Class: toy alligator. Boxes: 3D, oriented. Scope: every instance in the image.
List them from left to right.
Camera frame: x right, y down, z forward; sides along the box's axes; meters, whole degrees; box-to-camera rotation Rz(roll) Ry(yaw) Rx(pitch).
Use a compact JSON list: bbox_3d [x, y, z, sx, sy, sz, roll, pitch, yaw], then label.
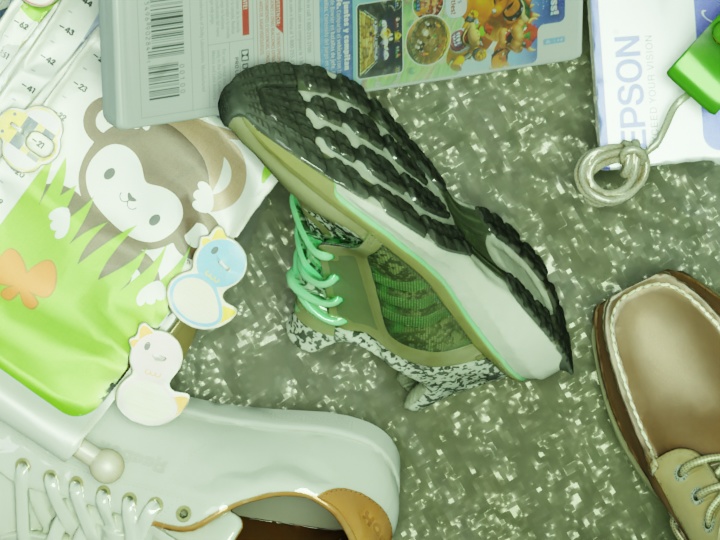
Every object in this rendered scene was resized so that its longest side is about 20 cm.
[{"bbox_3d":[0.155,-0.099,1.142,0.059,0.054,0.200,43,93,2],"label":"toy alligator"}]

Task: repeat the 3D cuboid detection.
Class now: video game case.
[{"bbox_3d":[-0.004,-0.136,1.121,0.200,0.018,0.143,-10,112,-26],"label":"video game case"}]

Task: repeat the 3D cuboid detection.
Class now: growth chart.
[{"bbox_3d":[-0.104,-0.032,1.147,0.145,0.018,0.200,26,90,-1],"label":"growth chart"}]

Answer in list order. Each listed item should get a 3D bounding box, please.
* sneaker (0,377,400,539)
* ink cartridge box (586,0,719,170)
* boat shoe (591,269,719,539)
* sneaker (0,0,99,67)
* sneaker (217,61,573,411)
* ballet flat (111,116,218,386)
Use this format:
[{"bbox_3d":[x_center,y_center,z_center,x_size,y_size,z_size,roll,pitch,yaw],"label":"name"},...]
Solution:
[{"bbox_3d":[-0.085,0.091,1.170,0.200,0.085,0.073,1,123,3],"label":"sneaker"},{"bbox_3d":[0.187,-0.143,1.188,0.200,0.047,0.198,-4,91,5],"label":"ink cartridge box"},{"bbox_3d":[0.157,0.092,1.172,0.076,0.074,0.200,-29,89,2],"label":"boat shoe"},{"bbox_3d":[-0.101,-0.152,1.185,0.088,0.075,0.200,33,91,3],"label":"sneaker"},{"bbox_3d":[0.000,0.000,1.144,0.089,0.077,0.200,-35,130,17],"label":"sneaker"},{"bbox_3d":[-0.083,-0.029,1.189,0.069,0.063,0.200,20,91,3],"label":"ballet flat"}]
